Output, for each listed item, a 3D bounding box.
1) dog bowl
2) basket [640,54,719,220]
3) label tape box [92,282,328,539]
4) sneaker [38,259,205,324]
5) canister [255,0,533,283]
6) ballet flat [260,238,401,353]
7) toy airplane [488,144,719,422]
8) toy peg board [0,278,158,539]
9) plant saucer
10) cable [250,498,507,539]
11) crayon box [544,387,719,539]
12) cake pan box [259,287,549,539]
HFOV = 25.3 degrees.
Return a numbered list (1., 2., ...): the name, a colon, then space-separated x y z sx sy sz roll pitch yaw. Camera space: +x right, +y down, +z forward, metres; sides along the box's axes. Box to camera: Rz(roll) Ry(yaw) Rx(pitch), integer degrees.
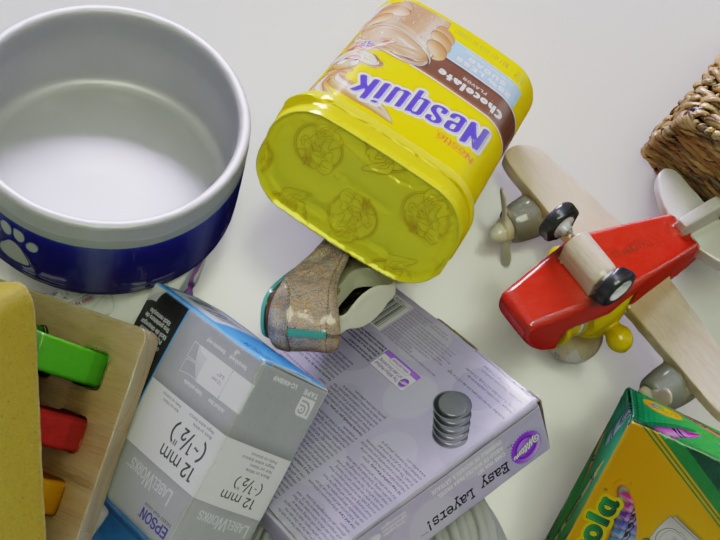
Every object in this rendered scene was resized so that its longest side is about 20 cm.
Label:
1. dog bowl: -0.178 -0.085 1.109 0.198 0.079 0.202 7 53 -9
2. basket: 0.334 -0.088 1.181 0.200 0.143 0.149 44 77 3
3. label tape box: -0.125 0.128 1.048 0.066 0.143 0.201 29 91 -42
4. sneaker: -0.194 0.034 1.122 0.200 0.075 0.100 -44 87 -13
5. canister: 0.031 -0.099 1.125 0.148 0.087 0.200 32 38 1
6. ballet flat: 0.000 0.000 1.115 0.067 0.069 0.200 9 35 21
7. toy airplane: 0.184 0.009 1.160 0.197 0.142 0.201 21 40 -13
8. toy peg board: -0.263 0.100 1.034 0.198 0.098 0.201 16 84 26
9. plant saucer: -0.287 0.111 0.982 0.198 0.048 0.203 -2 91 27
10. cable: 0.003 0.207 1.077 0.199 0.070 0.200 27 64 31
11. crayon box: 0.192 0.195 1.099 0.118 0.058 0.202 24 110 -2
12. cake pan box: -0.002 0.106 1.085 0.183 0.053 0.200 -33 41 -18
